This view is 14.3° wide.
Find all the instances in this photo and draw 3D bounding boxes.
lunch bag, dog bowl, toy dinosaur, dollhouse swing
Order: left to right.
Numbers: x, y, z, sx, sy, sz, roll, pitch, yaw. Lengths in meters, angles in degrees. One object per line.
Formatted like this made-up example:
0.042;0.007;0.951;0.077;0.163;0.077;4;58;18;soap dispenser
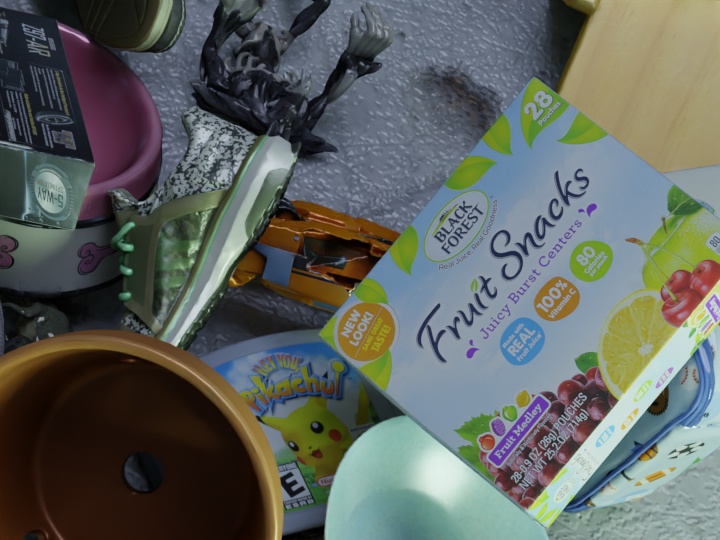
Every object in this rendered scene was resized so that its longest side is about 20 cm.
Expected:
-0.209;-0.079;1.745;0.200;0.074;0.200;16;39;-13;dog bowl
-0.196;0.070;1.690;0.088;0.047;0.200;-4;62;-34;toy dinosaur
0.159;0.050;1.767;0.075;0.200;0.160;-6;67;-35;lunch bag
0.220;-0.132;2.028;0.200;0.176;0.182;23;9;-8;dollhouse swing

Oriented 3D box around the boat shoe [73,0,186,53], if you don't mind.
-0.146;-0.180;1.822;0.066;0.072;0.201;22;8;-31;boat shoe

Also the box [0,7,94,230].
-0.241;-0.101;1.616;0.160;0.044;0.200;11;25;-19;box

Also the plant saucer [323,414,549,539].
0.040;0.185;1.689;0.201;0.039;0.201;23;57;-39;plant saucer

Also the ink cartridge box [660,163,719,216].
0.248;-0.003;1.876;0.200;0.145;0.084;-9;62;-29;ink cartridge box

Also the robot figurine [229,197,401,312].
0.000;0.000;1.789;0.200;0.058;0.145;16;10;-9;robot figurine

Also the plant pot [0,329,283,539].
-0.132;0.125;1.583;0.200;0.200;0.140;35;10;3;plant pot

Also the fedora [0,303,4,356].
-0.268;0.018;1.615;0.090;0.177;0.200;-13;58;-44;fedora

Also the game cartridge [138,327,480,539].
-0.036;0.101;1.745;0.200;0.040;0.133;-12;59;-31;game cartridge

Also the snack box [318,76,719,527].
0.104;0.018;1.664;0.169;0.068;0.200;40;88;21;snack box

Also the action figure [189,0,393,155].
-0.051;-0.154;1.879;0.119;0.102;0.200;19;49;-26;action figure

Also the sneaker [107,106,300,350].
-0.118;-0.010;1.691;0.089;0.077;0.200;33;85;3;sneaker
